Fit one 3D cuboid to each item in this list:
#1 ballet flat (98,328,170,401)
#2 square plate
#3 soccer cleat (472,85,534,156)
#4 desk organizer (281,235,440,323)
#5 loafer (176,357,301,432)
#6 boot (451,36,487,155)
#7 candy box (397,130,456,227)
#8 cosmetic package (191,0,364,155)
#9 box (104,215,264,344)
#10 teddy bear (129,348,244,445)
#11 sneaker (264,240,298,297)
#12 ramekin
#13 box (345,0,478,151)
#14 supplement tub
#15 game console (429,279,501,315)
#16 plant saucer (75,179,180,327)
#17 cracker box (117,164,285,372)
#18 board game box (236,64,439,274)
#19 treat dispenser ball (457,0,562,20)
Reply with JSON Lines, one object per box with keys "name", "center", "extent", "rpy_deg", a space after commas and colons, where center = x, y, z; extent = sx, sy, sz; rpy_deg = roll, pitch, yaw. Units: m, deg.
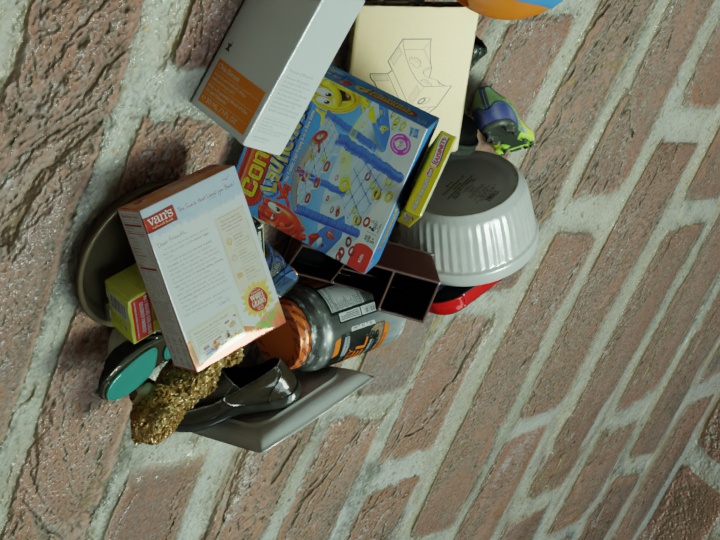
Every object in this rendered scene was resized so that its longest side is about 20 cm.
{"name": "ballet flat", "center": [-0.260, 0.092, 1.713], "extent": [0.200, 0.068, 0.068], "rpy_deg": [-33, 149, -44]}
{"name": "square plate", "center": [-0.112, 0.174, 1.909], "extent": [0.200, 0.198, 0.029], "rpy_deg": [-32, 110, -30]}
{"name": "soccer cleat", "center": [0.203, -0.215, 2.011], "extent": [0.064, 0.084, 0.200], "rpy_deg": [-20, 169, 13]}
{"name": "desk organizer", "center": [0.000, 0.000, 1.851], "extent": [0.199, 0.077, 0.072], "rpy_deg": [15, 116, -15]}
{"name": "loafer", "center": [-0.180, 0.152, 1.839], "extent": [0.199, 0.073, 0.072], "rpy_deg": [-15, 120, -1]}
{"name": "boot", "center": [0.119, -0.242, 1.857], "extent": [0.211, 0.079, 0.158], "rpy_deg": [7, 116, -54]}
{"name": "candy box", "center": [0.077, -0.108, 1.703], "extent": [0.103, 0.026, 0.200], "rpy_deg": [-63, -179, -2]}
{"name": "cosmetic package", "center": [-0.093, -0.242, 1.562], "extent": [0.071, 0.101, 0.201], "rpy_deg": [11, 112, -55]}
{"name": "box", "center": [-0.204, 0.003, 1.662], "extent": [0.200, 0.050, 0.076], "rpy_deg": [-31, 141, -30]}
{"name": "teddy bear", "center": [-0.224, 0.131, 1.761], "extent": [0.200, 0.145, 0.067], "rpy_deg": [-40, 115, -24]}
{"name": "sneaker", "center": [-0.151, 0.025, 1.747], "extent": [0.075, 0.079, 0.200], "rpy_deg": [-27, -167, 28]}
{"name": "ramekin", "center": [0.146, -0.081, 1.954], "extent": [0.200, 0.200, 0.105], "rpy_deg": [-33, 133, -27]}
{"name": "box", "center": [0.059, -0.238, 1.753], "extent": [0.163, 0.021, 0.201], "rpy_deg": [-3, 121, -18]}
{"name": "supplement tub", "center": [-0.041, 0.065, 1.922], "extent": [0.199, 0.122, 0.123], "rpy_deg": [-16, 135, -42]}
{"name": "game console", "center": [0.122, -0.002, 2.007], "extent": [0.177, 0.200, 0.031], "rpy_deg": [-36, 118, -27]}
{"name": "plant saucer", "center": [-0.253, -0.024, 1.647], "extent": [0.200, 0.029, 0.201], "rpy_deg": [-32, 144, -28]}
{"name": "cracker box", "center": [-0.178, -0.004, 1.599], "extent": [0.134, 0.058, 0.201], "rpy_deg": [-29, 112, -32]}
{"name": "board game box", "center": [-0.036, -0.129, 1.656], "extent": [0.201, 0.195, 0.056], "rpy_deg": [-67, 170, 23]}
{"name": "treat dispenser ball", "center": [0.177, -0.398, 1.657], "extent": [0.200, 0.201, 0.201], "rpy_deg": [-33, 144, -28]}
